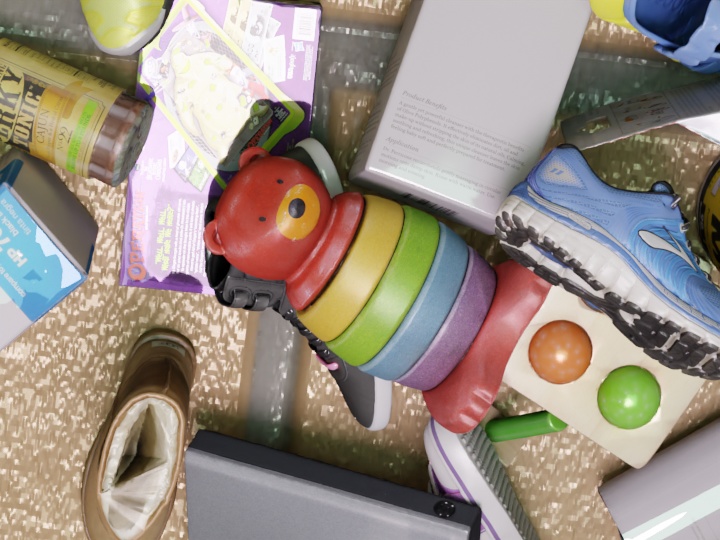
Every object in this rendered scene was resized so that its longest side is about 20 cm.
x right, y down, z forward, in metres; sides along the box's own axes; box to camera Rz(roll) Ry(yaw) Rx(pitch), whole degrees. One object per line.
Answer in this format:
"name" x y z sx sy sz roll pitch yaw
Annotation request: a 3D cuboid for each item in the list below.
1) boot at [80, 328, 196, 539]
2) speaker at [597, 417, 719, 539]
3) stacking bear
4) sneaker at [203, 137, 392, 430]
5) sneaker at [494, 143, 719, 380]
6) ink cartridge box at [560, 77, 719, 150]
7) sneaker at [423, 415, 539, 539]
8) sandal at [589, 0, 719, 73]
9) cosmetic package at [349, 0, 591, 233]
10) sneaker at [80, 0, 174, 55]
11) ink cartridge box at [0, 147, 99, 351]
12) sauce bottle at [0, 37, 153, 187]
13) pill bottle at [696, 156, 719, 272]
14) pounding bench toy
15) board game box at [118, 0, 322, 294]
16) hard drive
"boot" -0.149 0.135 1.543 0.066 0.200 0.177 9 102 -5
"speaker" 0.263 0.136 1.625 0.199 0.081 0.082 -30 102 4
"stacking bear" 0.000 0.000 1.484 0.199 0.114 0.122 31 79 -13
"sneaker" -0.045 0.023 1.562 0.099 0.071 0.202 -22 107 -18
"sneaker" 0.182 -0.007 1.441 0.199 0.079 0.089 36 72 -9
"ink cartridge box" 0.231 -0.091 1.524 0.198 0.160 0.048 -14 100 5
"sneaker" 0.055 0.180 1.602 0.113 0.073 0.201 -19 129 8
"sandal" 0.226 -0.156 1.512 0.087 0.199 0.080 36 110 33
"cosmetic package" 0.078 -0.136 1.521 0.107 0.085 0.201 22 84 -6
"sneaker" -0.155 -0.238 1.514 0.075 0.076 0.202 7 98 19
"ink cartridge box" -0.270 0.021 1.540 0.200 0.147 0.086 -38 103 6
"sauce bottle" -0.235 -0.118 1.546 0.199 0.065 0.065 22 101 5
"pill bottle" 0.287 -0.019 1.530 0.113 0.200 0.115 -1 102 -2
"pounding bench toy" 0.140 0.062 1.564 0.124 0.156 0.201 32 100 -9
"board game box" -0.094 -0.084 1.586 0.119 0.032 0.202 5 102 -7
"hard drive" -0.020 0.187 1.589 0.198 0.033 0.140 15 131 16
